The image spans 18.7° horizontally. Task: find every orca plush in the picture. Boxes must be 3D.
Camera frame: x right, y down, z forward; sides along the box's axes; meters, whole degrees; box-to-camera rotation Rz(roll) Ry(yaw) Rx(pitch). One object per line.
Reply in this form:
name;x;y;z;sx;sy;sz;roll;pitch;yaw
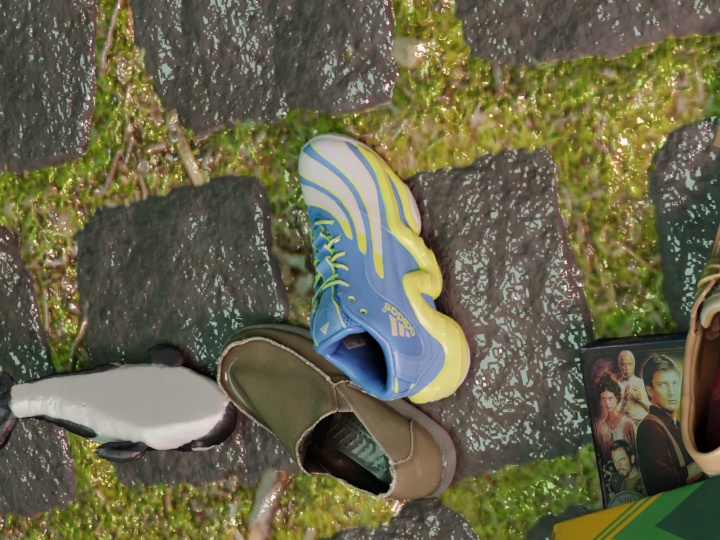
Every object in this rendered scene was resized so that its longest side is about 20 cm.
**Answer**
orca plush;-0.178;0.120;1.634;0.199;0.106;0.071;-10;135;12

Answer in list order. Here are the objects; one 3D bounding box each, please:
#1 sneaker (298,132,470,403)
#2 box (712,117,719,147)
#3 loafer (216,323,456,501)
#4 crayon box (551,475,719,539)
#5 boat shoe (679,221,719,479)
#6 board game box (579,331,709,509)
sneaker;0.000;0.000;1.469;0.076;0.105;0.201;-36;80;34
box;0.313;-0.099;1.282;0.199;0.032;0.122;23;112;27
loafer;-0.027;0.099;1.529;0.199;0.070;0.076;26;113;27
crayon box;0.204;0.188;1.345;0.200;0.127;0.051;-24;45;45
boat shoe;0.232;0.028;1.304;0.074;0.066;0.201;-3;72;35
board game box;0.240;0.104;1.371;0.199;0.035;0.136;-7;96;35
